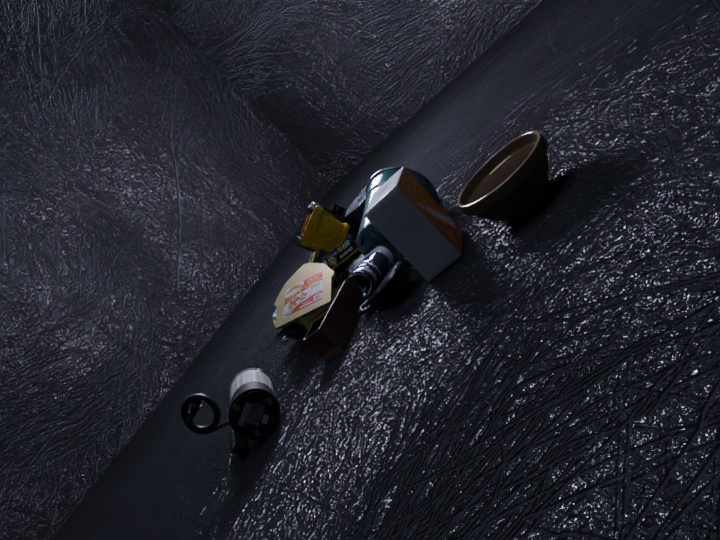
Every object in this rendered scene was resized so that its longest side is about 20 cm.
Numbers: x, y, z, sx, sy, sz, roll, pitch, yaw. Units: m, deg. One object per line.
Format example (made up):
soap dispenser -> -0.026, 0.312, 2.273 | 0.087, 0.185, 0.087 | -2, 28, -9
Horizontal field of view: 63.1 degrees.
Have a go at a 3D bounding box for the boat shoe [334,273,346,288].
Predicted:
boat shoe -> -0.052, -0.007, 1.835 | 0.200, 0.074, 0.093 | -47, 16, 38

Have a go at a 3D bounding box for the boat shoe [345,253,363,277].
boat shoe -> 0.000, 0.000, 1.576 | 0.061, 0.073, 0.200 | -23, -5, -9

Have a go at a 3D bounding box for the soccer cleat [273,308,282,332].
soccer cleat -> -0.259, 0.176, 2.003 | 0.200, 0.064, 0.085 | -155, 79, -72

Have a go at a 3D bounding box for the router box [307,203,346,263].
router box -> -0.114, -0.098, 1.941 | 0.157, 0.052, 0.203 | 141, 147, -64

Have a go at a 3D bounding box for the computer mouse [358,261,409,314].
computer mouse -> 0.068, 0.039, 1.340 | 0.139, 0.052, 0.200 | -54, 2, -20

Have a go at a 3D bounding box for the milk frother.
milk frother -> -0.305, 0.311, 1.384 | 0.181, 0.199, 0.188 | -51, 13, -5

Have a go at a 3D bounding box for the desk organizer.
desk organizer -> -0.060, 0.120, 1.435 | 0.071, 0.077, 0.201 | -36, 16, 37

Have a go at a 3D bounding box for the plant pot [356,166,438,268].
plant pot -> 0.084, -0.123, 1.481 | 0.199, 0.200, 0.198 | -35, 24, 41

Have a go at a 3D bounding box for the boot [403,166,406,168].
boot -> 0.117, -0.203, 1.701 | 0.199, 0.138, 0.078 | -37, 15, 40

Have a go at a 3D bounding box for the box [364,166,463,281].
box -> 0.117, -0.099, 1.237 | 0.097, 0.200, 0.125 | -39, 15, 27

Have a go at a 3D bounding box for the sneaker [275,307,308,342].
sneaker -> -0.145, 0.137, 1.667 | 0.198, 0.116, 0.075 | -14, 16, -32

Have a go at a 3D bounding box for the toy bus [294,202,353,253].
toy bus -> -0.092, -0.108, 1.774 | 0.200, 0.190, 0.138 | -153, 86, -80

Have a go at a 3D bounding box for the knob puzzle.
knob puzzle -> -0.146, 0.057, 1.581 | 0.217, 0.031, 0.222 | -25, 38, 21

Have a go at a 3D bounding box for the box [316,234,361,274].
box -> -0.010, -0.050, 1.660 | 0.159, 0.050, 0.199 | -39, -14, 36

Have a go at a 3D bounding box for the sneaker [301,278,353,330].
sneaker -> -0.090, 0.086, 1.607 | 0.201, 0.090, 0.078 | -53, 13, -32

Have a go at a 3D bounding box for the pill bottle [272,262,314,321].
pill bottle -> -0.168, 0.084, 1.756 | 0.202, 0.112, 0.113 | -60, 16, -15

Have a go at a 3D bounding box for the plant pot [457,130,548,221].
plant pot -> 0.288, -0.162, 1.117 | 0.201, 0.093, 0.201 | -44, 14, 14

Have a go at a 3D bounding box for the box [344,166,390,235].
box -> 0.045, -0.214, 2.002 | 0.199, 0.123, 0.199 | -53, 12, -27

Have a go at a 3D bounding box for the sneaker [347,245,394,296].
sneaker -> 0.003, 0.021, 1.420 | 0.109, 0.070, 0.200 | -53, 4, -31
